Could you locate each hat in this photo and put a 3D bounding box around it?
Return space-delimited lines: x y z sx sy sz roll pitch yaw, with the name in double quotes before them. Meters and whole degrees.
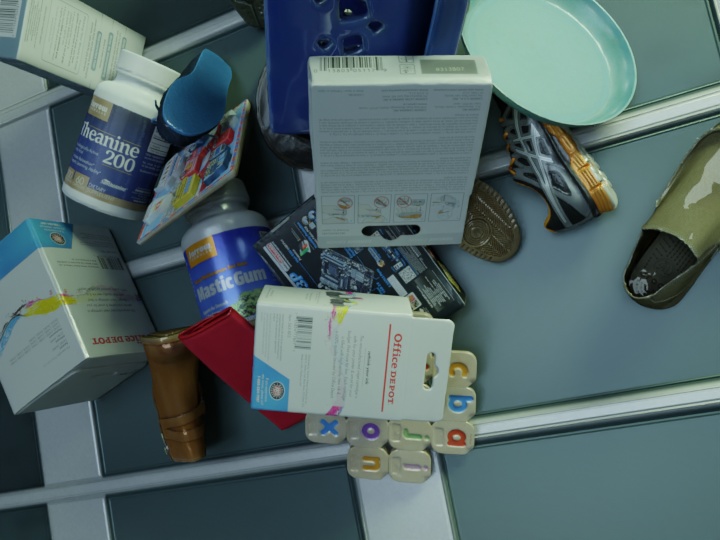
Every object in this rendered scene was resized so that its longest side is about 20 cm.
"hat" -0.059 -0.224 0.813 0.198 0.081 0.203 -1 86 22

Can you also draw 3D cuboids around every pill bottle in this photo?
"pill bottle" -0.308 -0.178 0.894 0.110 0.111 0.202 24 97 21
"pill bottle" -0.153 -0.004 0.826 0.111 0.112 0.202 -22 81 19

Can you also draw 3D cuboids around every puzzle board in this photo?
"puzzle board" -0.202 -0.128 0.828 0.150 0.201 0.017 -32 122 18

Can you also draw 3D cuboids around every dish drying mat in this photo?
"dish drying mat" -0.117 0.117 0.779 0.076 0.200 0.018 -29 39 12

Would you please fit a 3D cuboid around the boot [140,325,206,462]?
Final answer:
"boot" -0.215 0.152 0.818 0.073 0.200 0.157 -9 78 -15

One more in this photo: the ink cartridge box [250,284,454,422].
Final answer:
"ink cartridge box" -0.009 0.086 0.707 0.197 0.068 0.117 5 104 -1

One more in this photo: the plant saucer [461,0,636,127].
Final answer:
"plant saucer" 0.186 -0.223 0.687 0.198 0.027 0.202 7 63 -14

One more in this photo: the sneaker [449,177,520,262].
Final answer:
"sneaker" 0.092 -0.091 0.764 0.199 0.113 0.071 38 100 -12

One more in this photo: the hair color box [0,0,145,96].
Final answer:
"hair color box" -0.373 -0.291 0.876 0.060 0.200 0.100 12 92 22

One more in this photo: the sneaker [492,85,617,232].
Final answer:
"sneaker" 0.185 -0.131 0.718 0.077 0.078 0.201 -38 72 28

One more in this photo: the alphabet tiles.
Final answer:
"alphabet tiles" 0.032 0.142 0.763 0.193 0.015 0.203 2 102 9

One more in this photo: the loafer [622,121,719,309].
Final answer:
"loafer" 0.311 -0.044 0.634 0.076 0.067 0.202 34 120 32

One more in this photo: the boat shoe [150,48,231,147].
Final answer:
"boat shoe" -0.205 -0.199 0.837 0.084 0.201 0.069 41 121 -18

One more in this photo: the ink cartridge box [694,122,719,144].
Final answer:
"ink cartridge box" 0.432 -0.137 0.630 0.199 0.050 0.110 -37 75 18

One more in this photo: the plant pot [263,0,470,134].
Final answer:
"plant pot" 0.007 -0.262 0.660 0.177 0.201 0.202 6 55 -2

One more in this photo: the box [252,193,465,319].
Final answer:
"box" 0.000 0.000 0.766 0.158 0.046 0.201 -37 95 16

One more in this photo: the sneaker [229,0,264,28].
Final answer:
"sneaker" -0.151 -0.416 0.869 0.076 0.114 0.201 -22 108 14

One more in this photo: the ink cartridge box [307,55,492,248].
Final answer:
"ink cartridge box" 0.031 -0.109 0.659 0.160 0.201 0.058 -1 52 -3

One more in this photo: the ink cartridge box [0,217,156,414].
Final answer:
"ink cartridge box" -0.392 0.060 0.900 0.145 0.146 0.201 -34 76 17
